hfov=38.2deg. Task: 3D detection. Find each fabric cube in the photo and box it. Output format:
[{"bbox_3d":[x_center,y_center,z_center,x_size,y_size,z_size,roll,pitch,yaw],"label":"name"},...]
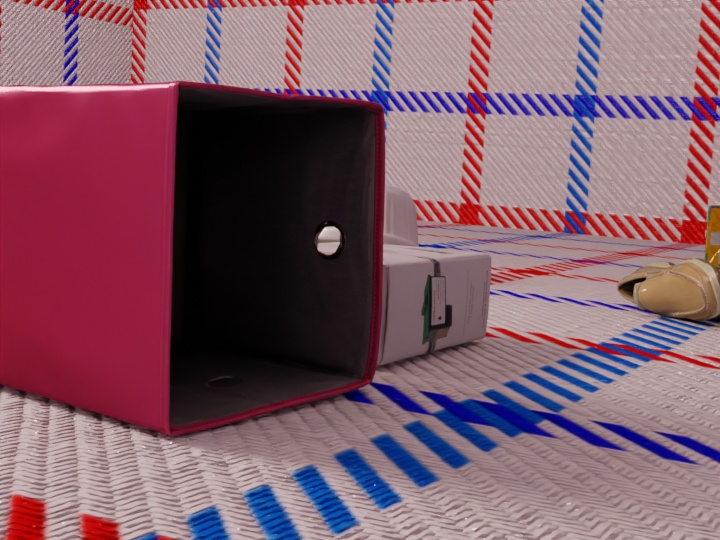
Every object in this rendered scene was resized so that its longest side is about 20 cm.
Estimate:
[{"bbox_3d":[-0.121,-0.019,0.689,0.199,0.197,0.200,6,7,37],"label":"fabric cube"}]

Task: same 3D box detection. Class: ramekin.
[{"bbox_3d":[-0.010,-0.065,1.482,0.202,0.095,0.202,5,-11,1],"label":"ramekin"}]

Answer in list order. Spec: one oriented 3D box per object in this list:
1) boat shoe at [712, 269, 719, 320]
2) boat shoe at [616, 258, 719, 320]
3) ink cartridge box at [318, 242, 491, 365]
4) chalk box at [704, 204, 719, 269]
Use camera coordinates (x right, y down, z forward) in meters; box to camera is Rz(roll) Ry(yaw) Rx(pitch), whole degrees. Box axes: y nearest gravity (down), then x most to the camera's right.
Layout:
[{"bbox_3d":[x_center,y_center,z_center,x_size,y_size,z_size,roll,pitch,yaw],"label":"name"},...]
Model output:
[{"bbox_3d":[0.465,0.031,1.162,0.072,0.076,0.200,4,7,-17],"label":"boat shoe"},{"bbox_3d":[0.360,0.028,1.225,0.076,0.072,0.200,-12,0,-6],"label":"boat shoe"},{"bbox_3d":[0.007,0.022,0.905,0.146,0.085,0.200,6,7,31],"label":"ink cartridge box"},{"bbox_3d":[0.747,-0.065,2.051,0.124,0.124,0.200,5,5,20],"label":"chalk box"}]
